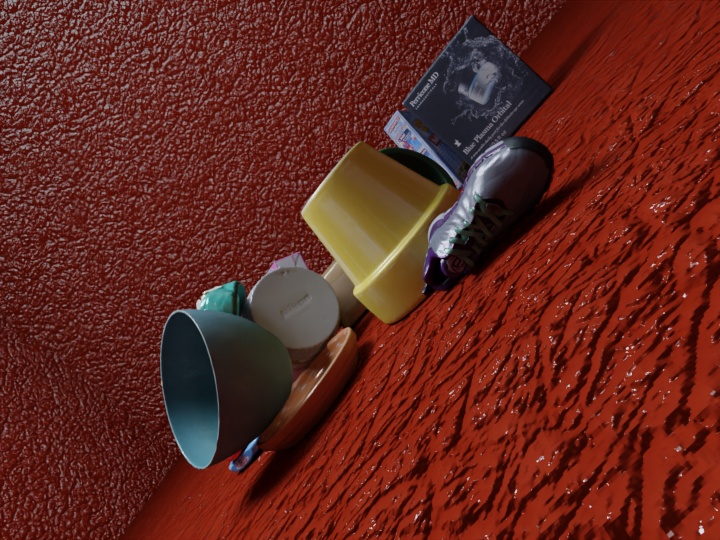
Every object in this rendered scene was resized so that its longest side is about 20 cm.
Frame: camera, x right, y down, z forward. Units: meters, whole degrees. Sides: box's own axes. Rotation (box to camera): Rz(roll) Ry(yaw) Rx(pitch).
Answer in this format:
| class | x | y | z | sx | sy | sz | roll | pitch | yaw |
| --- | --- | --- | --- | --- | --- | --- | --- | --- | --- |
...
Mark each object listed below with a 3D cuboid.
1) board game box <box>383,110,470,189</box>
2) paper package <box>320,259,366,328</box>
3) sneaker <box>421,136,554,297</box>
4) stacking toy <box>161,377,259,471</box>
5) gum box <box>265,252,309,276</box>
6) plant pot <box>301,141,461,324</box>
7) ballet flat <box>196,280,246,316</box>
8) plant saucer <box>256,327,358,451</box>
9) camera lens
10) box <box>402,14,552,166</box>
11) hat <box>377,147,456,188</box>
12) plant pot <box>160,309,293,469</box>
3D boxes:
| class | x | y | z | sx | sy | sz | roll | pitch | yaw |
| --- | --- | --- | --- | --- | --- | --- | --- | --- | --- |
| board game box | 0.159 | -0.279 | 1.126 | 0.062 | 0.200 | 0.200 | -45 | 7 | 48 |
| paper package | 0.000 | 0.000 | 1.029 | 0.200 | 0.103 | 0.191 | -49 | 5 | 2 |
| sneaker | 0.118 | -0.040 | 0.514 | 0.200 | 0.074 | 0.088 | 119 | 173 | -60 |
| stacking toy | -0.251 | 0.236 | 0.889 | 0.116 | 0.199 | 0.110 | -49 | 10 | 34 |
| gum box | -0.131 | 0.076 | 1.157 | 0.066 | 0.201 | 0.113 | -24 | -8 | -28 |
| plant pot | 0.030 | -0.064 | 0.711 | 0.201 | 0.189 | 0.201 | -49 | 5 | 6 |
| ballet flat | -0.224 | 0.050 | 0.840 | 0.200 | 0.070 | 0.068 | -166 | 83 | -81 |
| plant saucer | -0.065 | 0.167 | 0.722 | 0.200 | 0.037 | 0.200 | -50 | 5 | 6 |
| camera lens | -0.126 | 0.104 | 0.899 | 0.160 | 0.159 | 0.200 | -53 | -5 | -33 |
| box | 0.218 | -0.333 | 1.003 | 0.197 | 0.200 | 0.118 | -48 | 5 | 22 |
| hat | 0.068 | -0.094 | 0.925 | 0.176 | 0.198 | 0.167 | 126 | 155 | -53 |
| plant pot | -0.171 | 0.147 | 0.712 | 0.134 | 0.201 | 0.200 | -5 | -28 | -38 |
